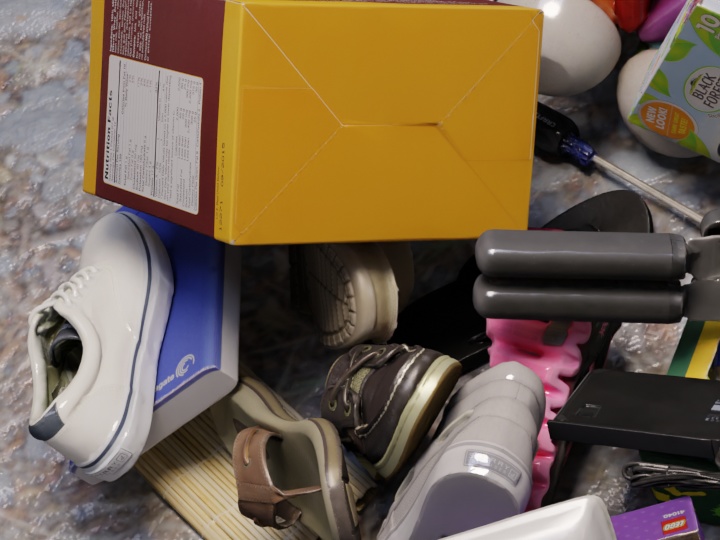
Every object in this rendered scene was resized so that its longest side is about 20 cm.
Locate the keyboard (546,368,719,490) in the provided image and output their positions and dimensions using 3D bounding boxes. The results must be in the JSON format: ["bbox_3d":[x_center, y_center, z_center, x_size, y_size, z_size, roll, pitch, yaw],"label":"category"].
[{"bbox_3d":[0.197,0.092,1.429,0.199,0.021,0.127,5,24,24],"label":"keyboard"}]

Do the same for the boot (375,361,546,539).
[{"bbox_3d":[0.052,0.136,1.486,0.073,0.200,0.096,28,45,-4],"label":"boot"}]

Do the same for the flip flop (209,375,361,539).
[{"bbox_3d":[-0.051,0.114,1.538,0.057,0.081,0.200,-19,24,-20],"label":"flip flop"}]

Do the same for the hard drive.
[{"bbox_3d":[-0.125,0.021,1.668,0.132,0.025,0.200,-35,36,30],"label":"hard drive"}]

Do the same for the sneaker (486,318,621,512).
[{"bbox_3d":[0.101,0.090,1.554,0.079,0.095,0.200,20,89,31],"label":"sneaker"}]

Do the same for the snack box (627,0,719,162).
[{"bbox_3d":[0.269,-0.094,1.539,0.200,0.142,0.053,24,62,0],"label":"snack box"}]

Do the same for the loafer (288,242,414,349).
[{"bbox_3d":[0.000,0.000,1.611,0.068,0.076,0.200,-7,10,-9],"label":"loafer"}]

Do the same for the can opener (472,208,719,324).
[{"bbox_3d":[0.162,-0.003,1.497,0.199,0.053,0.067,2,28,0],"label":"can opener"}]

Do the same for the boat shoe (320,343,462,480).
[{"bbox_3d":[0.008,0.075,1.521,0.065,0.200,0.073,34,74,1],"label":"boat shoe"}]

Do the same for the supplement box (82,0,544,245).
[{"bbox_3d":[-0.031,-0.098,1.569,0.197,0.133,0.200,-2,11,-30],"label":"supplement box"}]

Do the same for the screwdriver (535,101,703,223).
[{"bbox_3d":[0.155,-0.062,1.675,0.029,0.028,0.200,-19,39,-33],"label":"screwdriver"}]

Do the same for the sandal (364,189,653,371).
[{"bbox_3d":[0.090,0.010,1.636,0.200,0.045,0.075,-29,50,-3],"label":"sandal"}]

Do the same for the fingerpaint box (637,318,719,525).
[{"bbox_3d":[0.269,0.051,1.522,0.166,0.073,0.200,10,59,26],"label":"fingerpaint box"}]

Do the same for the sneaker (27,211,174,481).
[{"bbox_3d":[-0.159,0.031,1.610,0.073,0.071,0.200,-37,35,28],"label":"sneaker"}]

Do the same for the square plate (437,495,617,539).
[{"bbox_3d":[0.057,0.231,1.393,0.199,0.199,0.028,-17,20,7],"label":"square plate"}]

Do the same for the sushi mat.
[{"bbox_3d":[-0.083,0.109,1.646,0.096,0.012,0.200,-40,51,-13],"label":"sushi mat"}]

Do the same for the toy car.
[{"bbox_3d":[0.186,-0.184,1.654,0.200,0.150,0.175,26,59,-8],"label":"toy car"}]

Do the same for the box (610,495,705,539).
[{"bbox_3d":[0.098,0.210,1.423,0.199,0.137,0.039,-17,24,8],"label":"box"}]
